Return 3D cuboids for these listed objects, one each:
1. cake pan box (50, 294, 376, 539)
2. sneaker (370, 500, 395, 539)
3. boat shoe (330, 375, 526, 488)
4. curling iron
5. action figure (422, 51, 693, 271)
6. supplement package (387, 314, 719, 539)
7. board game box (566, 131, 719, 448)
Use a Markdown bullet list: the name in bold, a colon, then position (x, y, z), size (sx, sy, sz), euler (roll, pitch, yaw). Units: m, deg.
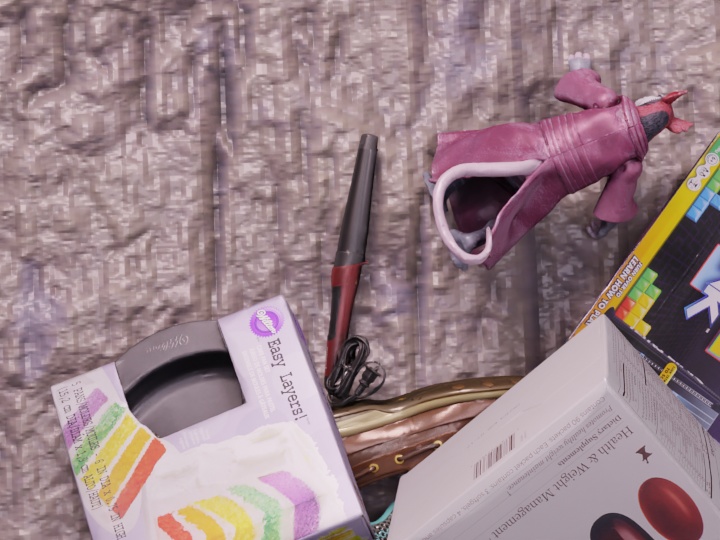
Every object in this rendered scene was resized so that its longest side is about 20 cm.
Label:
- **cake pan box**: position (-0.105, 0.130, 1.506), size (0.183, 0.052, 0.201), euler (-20, 57, -1)
- **sneaker**: position (-0.038, 0.215, 1.554), size (0.199, 0.078, 0.092), euler (-8, 71, -9)
- **boat shoe**: position (0.050, 0.119, 1.563), size (0.199, 0.072, 0.068), euler (-12, 93, 0)
- **curling iron**: position (0.000, 0.000, 1.581), size (0.049, 0.026, 0.201), euler (-2, 77, 29)
- **action figure**: position (0.140, -0.088, 1.550), size (0.199, 0.149, 0.135), euler (-24, 83, 8)
- **supplement package**: position (0.155, 0.179, 1.456), size (0.191, 0.147, 0.200), euler (-40, 98, 15)
- **board game box**: position (0.267, 0.028, 1.562), size (0.165, 0.057, 0.200), euler (34, 75, 11)
